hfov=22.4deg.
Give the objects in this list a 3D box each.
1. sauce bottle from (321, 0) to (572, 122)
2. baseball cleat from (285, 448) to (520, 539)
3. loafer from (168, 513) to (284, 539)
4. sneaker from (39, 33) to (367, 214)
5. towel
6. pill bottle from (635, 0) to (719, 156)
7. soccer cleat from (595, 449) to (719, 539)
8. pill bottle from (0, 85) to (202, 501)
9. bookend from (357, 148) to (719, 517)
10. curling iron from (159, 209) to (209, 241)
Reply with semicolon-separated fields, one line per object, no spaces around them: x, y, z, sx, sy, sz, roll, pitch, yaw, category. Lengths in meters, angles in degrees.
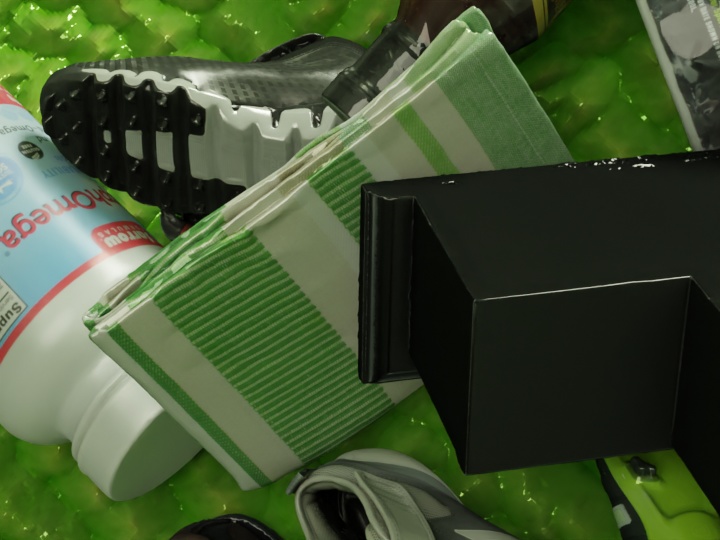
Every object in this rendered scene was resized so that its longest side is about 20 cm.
0.064;-0.132;0.750;0.066;0.066;0.200;43;93;18;sauce bottle
0.053;0.144;0.753;0.199;0.106;0.070;28;102;22;baseball cleat
-0.013;0.184;0.786;0.200;0.063;0.072;41;93;18;loafer
-0.043;-0.070;0.826;0.198;0.091;0.067;7;124;5;sneaker
0.000;0.000;0.755;0.200;0.153;0.023;-38;45;0;towel
0.217;-0.124;0.750;0.199;0.106;0.107;-21;76;12;pill bottle
0.131;0.114;0.726;0.067;0.082;0.201;-2;36;-2;soccer cleat
-0.149;0.007;0.830;0.200;0.109;0.109;43;94;17;pill bottle
0.118;0.041;0.665;0.197;0.200;0.093;-6;120;-13;bookend
-0.010;0.003;0.834;0.199;0.026;0.050;30;93;18;curling iron
